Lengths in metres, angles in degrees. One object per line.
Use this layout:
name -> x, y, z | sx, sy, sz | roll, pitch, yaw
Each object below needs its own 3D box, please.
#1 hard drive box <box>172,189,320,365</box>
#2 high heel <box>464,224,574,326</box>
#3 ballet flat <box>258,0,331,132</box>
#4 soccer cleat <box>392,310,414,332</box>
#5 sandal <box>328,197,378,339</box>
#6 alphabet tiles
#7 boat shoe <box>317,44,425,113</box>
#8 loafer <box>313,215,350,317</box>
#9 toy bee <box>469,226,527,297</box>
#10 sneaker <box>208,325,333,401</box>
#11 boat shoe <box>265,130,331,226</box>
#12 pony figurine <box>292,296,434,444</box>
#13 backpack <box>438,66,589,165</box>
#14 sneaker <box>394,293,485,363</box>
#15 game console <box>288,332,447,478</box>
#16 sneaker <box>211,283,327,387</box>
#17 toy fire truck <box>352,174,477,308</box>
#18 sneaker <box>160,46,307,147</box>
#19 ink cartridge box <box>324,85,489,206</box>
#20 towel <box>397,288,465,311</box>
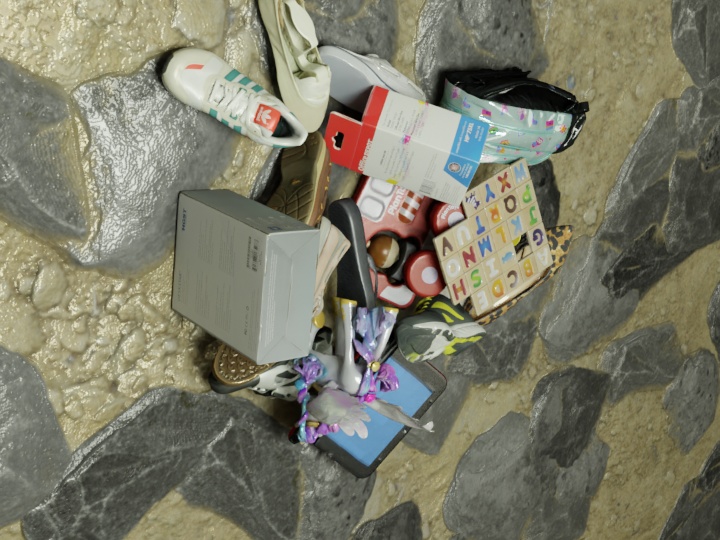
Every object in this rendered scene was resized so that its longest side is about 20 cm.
hard drive box -> -0.141, 0.002, 1.312 | 0.076, 0.200, 0.157 | -7, 112, -39
high heel -> 0.243, 0.012, 1.687 | 0.200, 0.071, 0.142 | -46, 176, 38
ballet flat -> -0.073, -0.260, 1.352 | 0.069, 0.069, 0.201 | -35, 121, -28
soccer cleat -> 0.046, 0.147, 1.653 | 0.086, 0.070, 0.201 | 15, 108, -13
sandal -> 0.000, 0.000, 1.489 | 0.043, 0.076, 0.201 | -18, 113, -31
alphabet tiles -> 0.184, -0.041, 1.533 | 0.200, 0.008, 0.168 | -32, 114, -32
boat shoe -> 0.012, -0.251, 1.460 | 0.200, 0.073, 0.066 | 32, 54, -40
loafer -> -0.063, 0.026, 1.397 | 0.063, 0.072, 0.201 | 33, 61, -24
toy bee -> 0.174, -0.040, 1.630 | 0.131, 0.200, 0.109 | -32, 100, 11
sneaker -> -0.114, 0.146, 1.486 | 0.199, 0.074, 0.089 | -18, 116, -37
boat shoe -> -0.073, -0.082, 1.397 | 0.068, 0.072, 0.201 | 51, 44, -46
pony figurine -> -0.011, 0.140, 1.414 | 0.166, 0.192, 0.201 | 13, 87, -42
backpack -> 0.204, -0.221, 1.584 | 0.199, 0.167, 0.127 | -3, 114, -36
sneaker -> 0.097, 0.077, 1.556 | 0.074, 0.085, 0.200 | -44, 155, 21
game console -> 0.015, 0.195, 1.558 | 0.200, 0.119, 0.172 | -50, 171, 2
sneaker -> -0.122, 0.084, 1.443 | 0.067, 0.090, 0.200 | 42, 64, 0
toy fire truck -> 0.054, -0.059, 1.548 | 0.167, 0.112, 0.201 | 26, 94, -17
sneaker -> -0.141, -0.202, 1.306 | 0.199, 0.093, 0.071 | 29, 86, -46
ink cartridge box -> 0.056, -0.168, 1.442 | 0.116, 0.199, 0.068 | 110, -1, -62
towel -> 0.129, -0.021, 1.675 | 0.132, 0.034, 0.201 | 4, 104, -44
